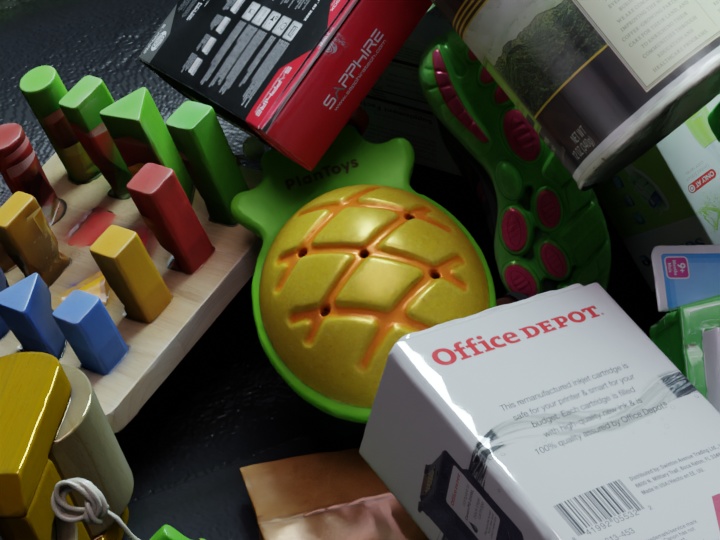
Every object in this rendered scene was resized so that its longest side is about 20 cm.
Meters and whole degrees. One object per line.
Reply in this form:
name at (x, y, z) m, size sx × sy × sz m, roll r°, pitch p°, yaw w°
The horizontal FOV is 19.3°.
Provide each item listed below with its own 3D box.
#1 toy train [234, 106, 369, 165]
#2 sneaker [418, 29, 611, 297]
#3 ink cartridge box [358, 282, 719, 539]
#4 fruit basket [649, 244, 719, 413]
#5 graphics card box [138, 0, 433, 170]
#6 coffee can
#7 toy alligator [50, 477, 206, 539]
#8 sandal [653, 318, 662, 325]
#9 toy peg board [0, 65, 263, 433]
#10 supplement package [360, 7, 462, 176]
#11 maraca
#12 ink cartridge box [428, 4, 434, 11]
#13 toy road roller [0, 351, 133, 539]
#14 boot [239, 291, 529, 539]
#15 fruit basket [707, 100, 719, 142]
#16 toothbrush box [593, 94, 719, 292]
toy train at (-0.065, -0.026, 1.342) m, size 0.200 × 0.056 × 0.150 m, roll -26°, pitch 41°, yaw -2°
sneaker at (0.101, -0.058, 1.312) m, size 0.077 × 0.200 × 0.084 m, roll -22°, pitch 1°, yaw 8°
ink cartridge box at (0.116, 0.112, 1.084) m, size 0.145 × 0.084 × 0.200 m, roll -15°, pitch 50°, yaw -34°
fruit basket at (0.266, 0.071, 1.175) m, size 0.199 × 0.094 × 0.186 m, roll -2°, pitch 77°, yaw -4°
graphics card box at (-0.050, -0.144, 1.280) m, size 0.126 × 0.051 × 0.200 m, roll -55°, pitch 33°, yaw -2°
coffee can at (0.117, -0.166, 1.171) m, size 0.146 × 0.146 × 0.200 m, roll -34°, pitch 82°, yaw -28°
toy alligator at (-0.078, 0.169, 1.118) m, size 0.200 × 0.059 × 0.054 m, roll 41°, pitch 18°, yaw -4°
sandal at (0.275, 0.045, 1.262) m, size 0.200 × 0.075 × 0.048 m, roll -7°, pitch 73°, yaw 7°
toy peg board at (-0.174, -0.028, 1.280) m, size 0.200 × 0.098 × 0.199 m, roll 16°, pitch 54°, yaw 38°
supplement package at (0.055, -0.162, 1.443) m, size 0.200 × 0.111 × 0.156 m, roll 17°, pitch 48°, yaw 19°
maraca at (0.000, 0.000, 1.210) m, size 0.137 × 0.107 × 0.200 m, roll -18°, pitch 58°, yaw -8°
ink cartridge box at (0.028, -0.210, 1.325) m, size 0.200 × 0.048 × 0.146 m, roll -33°, pitch 31°, yaw -8°
toy road roller at (-0.221, 0.147, 1.141) m, size 0.146 × 0.123 × 0.200 m, roll -1°, pitch 44°, yaw 19°
boot at (0.030, 0.105, 1.226) m, size 0.199 × 0.069 × 0.189 m, roll -14°, pitch 52°, yaw -1°
fruit basket at (0.324, -0.093, 1.184) m, size 0.215 × 0.216 × 0.156 m, roll -18°, pitch 77°, yaw -15°
toothbrush box at (0.204, -0.111, 1.324) m, size 0.145 × 0.200 × 0.086 m, roll -34°, pitch 8°, yaw -29°
